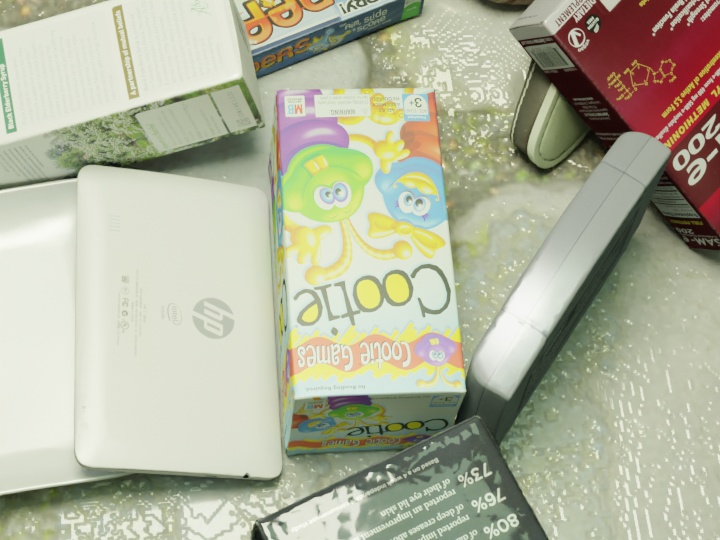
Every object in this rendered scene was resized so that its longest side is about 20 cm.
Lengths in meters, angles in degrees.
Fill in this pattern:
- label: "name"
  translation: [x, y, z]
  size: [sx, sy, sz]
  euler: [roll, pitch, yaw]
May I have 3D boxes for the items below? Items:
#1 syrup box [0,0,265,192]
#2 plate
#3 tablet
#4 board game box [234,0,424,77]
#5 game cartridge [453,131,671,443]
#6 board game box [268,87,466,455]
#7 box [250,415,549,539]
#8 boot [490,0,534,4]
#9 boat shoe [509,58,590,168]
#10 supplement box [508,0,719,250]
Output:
- label: "syrup box"
  translation: [-0.167, -0.114, 0.948]
  size: [0.198, 0.079, 0.082]
  euler: [-14, 71, 3]
- label: "plate"
  translation: [-0.241, 0.049, 0.918]
  size: [0.198, 0.032, 0.201]
  euler: [-10, 67, -10]
- label: "tablet"
  translation: [-0.113, 0.030, 0.929]
  size: [0.129, 0.014, 0.202]
  euler: [7, 63, -22]
- label: "board game box"
  translation: [-0.072, -0.207, 1.050]
  size: [0.198, 0.035, 0.136]
  euler: [-24, 70, -15]
- label: "game cartridge"
  translation: [0.122, 0.012, 0.919]
  size: [0.040, 0.134, 0.201]
  euler: [33, 66, 9]
- label: "board game box"
  translation: [0.000, 0.000, 0.927]
  size: [0.104, 0.103, 0.202]
  euler: [-2, 66, -7]
- label: "box"
  translation: [0.044, 0.209, 0.837]
  size: [0.147, 0.105, 0.201]
  euler: [-22, 70, -15]
- label: "boot"
  translation: [0.126, -0.285, 1.077]
  size: [0.145, 0.070, 0.202]
  euler: [15, 75, -13]
- label: "boat shoe"
  translation: [0.149, -0.168, 1.027]
  size: [0.060, 0.072, 0.203]
  euler: [25, 87, 31]
- label: "supplement box"
  translation: [0.202, -0.120, 0.971]
  size: [0.109, 0.061, 0.200]
  euler: [-46, 106, -9]
